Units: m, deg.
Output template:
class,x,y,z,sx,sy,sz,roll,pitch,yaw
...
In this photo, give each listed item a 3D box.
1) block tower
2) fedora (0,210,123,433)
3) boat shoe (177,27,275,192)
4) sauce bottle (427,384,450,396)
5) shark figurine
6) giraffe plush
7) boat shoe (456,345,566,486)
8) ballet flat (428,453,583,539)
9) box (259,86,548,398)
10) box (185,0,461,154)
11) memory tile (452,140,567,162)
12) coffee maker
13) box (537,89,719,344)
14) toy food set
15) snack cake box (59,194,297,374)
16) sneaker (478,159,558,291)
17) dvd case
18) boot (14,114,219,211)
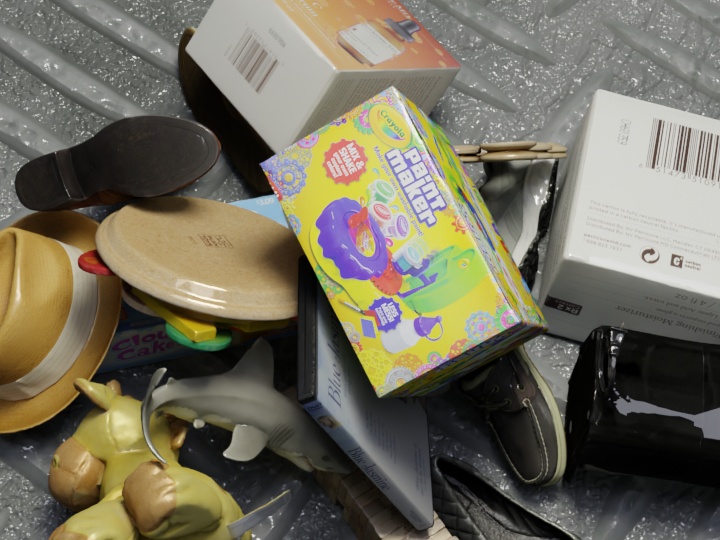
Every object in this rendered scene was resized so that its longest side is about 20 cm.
class,x,y,z,sx,sy,sz,roll,pitch,yaw
block tower,0.001,0.174,1.298,0.058,0.054,0.200,-29,65,-23
fedora,-0.292,0.031,1.285,0.200,0.082,0.201,-10,65,23
boat shoe,-0.110,-0.156,1.489,0.066,0.074,0.200,-14,59,-35
sauce bottle,0.064,0.017,1.401,0.066,0.066,0.200,4,58,-6
shark figurine,-0.105,0.093,1.222,0.214,0.090,0.128,19,14,-44
giraffe plush,-0.180,0.168,1.225,0.200,0.173,0.162,-23,54,-28
boat shoe,0.113,0.093,1.329,0.066,0.072,0.201,-9,76,-41
ballet flat,0.130,0.221,1.283,0.200,0.057,0.067,29,59,11
box,0.041,-0.016,1.220,0.122,0.193,0.200,-29,80,9
box,-0.032,-0.197,1.447,0.152,0.106,0.200,48,32,21
memory tile,0.078,-0.104,1.405,0.200,0.153,0.017,-1,94,24
coffee maker,0.281,0.123,1.289,0.200,0.192,0.135,7,84,0
box,0.280,-0.033,1.422,0.199,0.131,0.200,14,57,1
toy food set,-0.123,-0.004,1.251,0.198,0.049,0.200,-8,34,-44
snack cake box,-0.156,0.011,1.371,0.200,0.067,0.115,-11,61,-15
sneaker,0.131,-0.032,1.444,0.079,0.074,0.200,10,50,10
dvd case,0.005,0.096,1.219,0.018,0.200,0.143,-20,45,20
boot,-0.170,-0.091,1.340,0.188,0.200,0.069,-20,89,23
